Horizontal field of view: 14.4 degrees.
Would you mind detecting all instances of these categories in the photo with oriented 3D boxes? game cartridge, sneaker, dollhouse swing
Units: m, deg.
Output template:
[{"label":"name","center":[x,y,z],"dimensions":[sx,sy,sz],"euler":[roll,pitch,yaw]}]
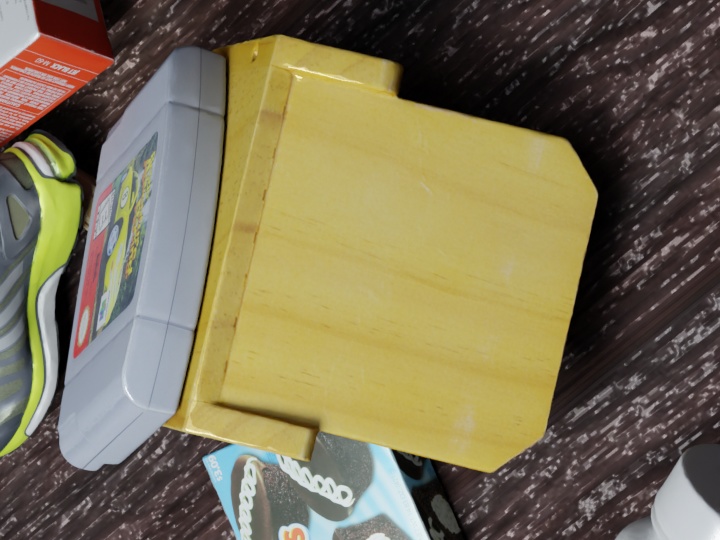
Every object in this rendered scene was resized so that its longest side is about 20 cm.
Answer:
[{"label":"game cartridge","center":[-0.111,-0.009,1.475],"dimensions":[0.133,0.041,0.201],"euler":[-36,43,57]},{"label":"sneaker","center":[-0.214,0.018,1.593],"dimensions":[0.074,0.081,0.201],"euler":[36,126,43]},{"label":"dollhouse swing","center":[0.000,0.000,1.470],"dimensions":[0.182,0.175,0.202],"euler":[-177,100,-72]}]

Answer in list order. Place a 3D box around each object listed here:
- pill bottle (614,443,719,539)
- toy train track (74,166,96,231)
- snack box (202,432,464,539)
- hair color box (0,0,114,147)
[{"label":"pill bottle","center":[0.156,0.194,1.409],"dimensions":[0.114,0.114,0.201],"euler":[35,114,20]},{"label":"toy train track","center":[-0.095,0.002,1.562],"dimensions":[0.200,0.032,0.115],"euler":[36,98,29]},{"label":"snack box","center":[0.004,0.169,1.536],"dimensions":[0.116,0.037,0.201],"euler":[-26,86,32]},{"label":"hair color box","center":[-0.232,-0.117,1.584],"dimensions":[0.199,0.064,0.112],"euler":[-32,60,30]}]
